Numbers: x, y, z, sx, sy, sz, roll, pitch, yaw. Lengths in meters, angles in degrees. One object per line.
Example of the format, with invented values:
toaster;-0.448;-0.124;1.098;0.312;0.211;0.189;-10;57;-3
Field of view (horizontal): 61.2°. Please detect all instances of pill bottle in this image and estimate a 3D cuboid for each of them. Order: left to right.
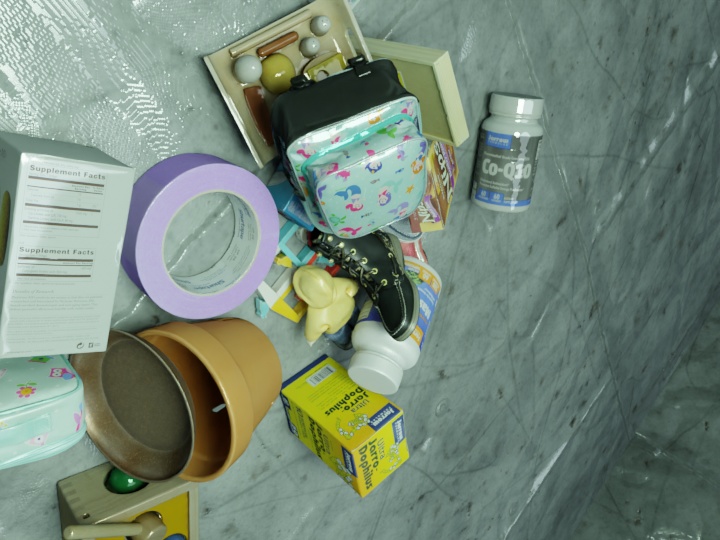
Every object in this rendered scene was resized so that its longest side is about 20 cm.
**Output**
pill bottle;0.051;0.086;0.961;0.113;0.111;0.202;58;44;-43
pill bottle;0.272;-0.218;1.120;0.113;0.113;0.203;-14;119;-39

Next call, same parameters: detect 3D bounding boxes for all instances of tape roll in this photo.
tape roll;-0.203;-0.043;0.779;0.198;0.065;0.203;-22;125;-36

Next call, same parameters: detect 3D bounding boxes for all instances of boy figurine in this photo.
boy figurine;-0.050;0.060;0.949;0.125;0.064;0.200;-52;148;-10

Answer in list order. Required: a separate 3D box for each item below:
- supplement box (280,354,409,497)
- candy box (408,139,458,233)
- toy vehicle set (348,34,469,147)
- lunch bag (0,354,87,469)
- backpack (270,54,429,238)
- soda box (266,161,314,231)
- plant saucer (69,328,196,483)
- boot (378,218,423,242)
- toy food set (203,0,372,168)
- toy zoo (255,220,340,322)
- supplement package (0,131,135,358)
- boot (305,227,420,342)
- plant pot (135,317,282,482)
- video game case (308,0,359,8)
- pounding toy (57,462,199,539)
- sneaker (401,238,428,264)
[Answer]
supplement box;-0.029;0.245;0.990;0.109;0.199;0.110;-31;129;-29
candy box;0.108;-0.159;0.948;0.201;0.056;0.118;-65;144;-52
toy vehicle set;0.053;-0.247;0.829;0.026;0.199;0.125;-43;135;-19
lunch bag;-0.392;0.146;0.615;0.198;0.159;0.078;-13;118;-40
backpack;-0.004;-0.131;0.744;0.175;0.152;0.201;-23;155;-7
soda box;-0.057;-0.163;0.859;0.064;0.067;0.202;34;85;-45
plant saucer;-0.269;0.158;0.734;0.037;0.198;0.204;-34;135;-59
boot;0.041;-0.101;0.928;0.199;0.090;0.073;34;87;-29
toy food set;-0.076;-0.240;0.758;0.198;0.060;0.145;-32;110;-14
toy zoo;-0.093;-0.009;0.934;0.201;0.020;0.131;-52;136;-11
supplement package;-0.322;-0.027;0.634;0.109;0.113;0.203;1;107;-45
boot;-0.001;0.000;0.869;0.152;0.205;0.074;24;126;-31
plant pot;-0.197;0.149;0.799;0.140;0.198;0.203;-29;131;-56
video game case;-0.015;-0.442;0.801;0.201;0.018;0.143;-52;137;-12
pounding toy;-0.309;0.339;0.804;0.182;0.141;0.203;-13;119;-40
sneaker;0.064;-0.042;1.049;0.086;0.073;0.203;-13;112;-28
